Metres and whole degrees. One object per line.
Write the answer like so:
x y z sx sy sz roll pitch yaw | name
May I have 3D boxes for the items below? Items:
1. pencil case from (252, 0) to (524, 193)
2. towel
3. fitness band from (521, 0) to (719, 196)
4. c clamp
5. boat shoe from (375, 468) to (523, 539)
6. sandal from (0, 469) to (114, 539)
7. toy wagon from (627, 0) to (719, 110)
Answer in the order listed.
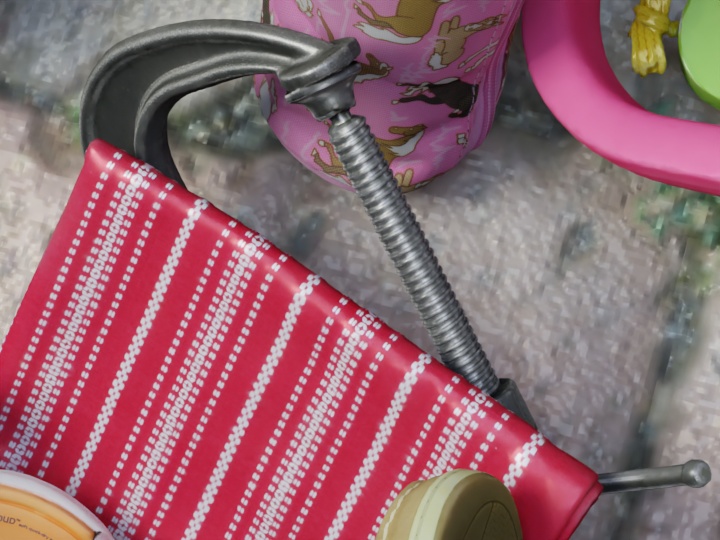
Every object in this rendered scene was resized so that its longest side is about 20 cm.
0.017 -0.104 0.854 0.083 0.200 0.087 -13 65 -17 | pencil case
-0.033 0.067 0.883 0.200 0.022 0.145 34 119 11 | towel
0.137 -0.091 0.848 0.200 0.037 0.144 12 84 40 | fitness band
0.000 0.000 0.869 0.171 0.027 0.200 -21 106 42 | c clamp
0.000 0.153 0.838 0.063 0.073 0.201 18 108 30 | boat shoe
-0.077 0.151 0.869 0.079 0.059 0.207 -36 94 -12 | sandal
0.189 -0.069 0.909 0.200 0.040 0.155 9 81 9 | toy wagon
